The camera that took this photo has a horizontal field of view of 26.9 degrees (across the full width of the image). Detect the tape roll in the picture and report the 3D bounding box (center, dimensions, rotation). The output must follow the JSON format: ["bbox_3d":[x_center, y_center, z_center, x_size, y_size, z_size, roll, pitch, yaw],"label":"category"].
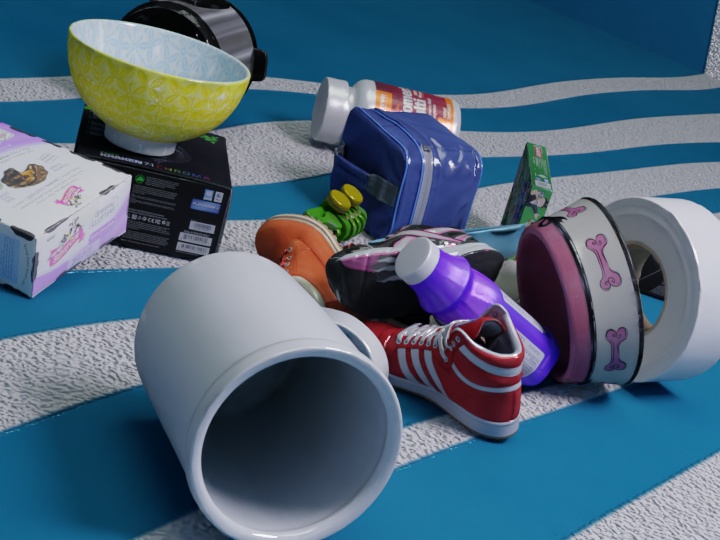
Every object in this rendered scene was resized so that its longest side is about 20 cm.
[{"bbox_3d":[0.317,0.021,1.641,0.070,0.204,0.202,-1,26,-36],"label":"tape roll"}]

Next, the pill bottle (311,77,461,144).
[{"bbox_3d":[0.036,-0.212,2.163,0.198,0.110,0.110,11,21,-15],"label":"pill bottle"}]

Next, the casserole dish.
[{"bbox_3d":[0.100,-0.026,1.734,0.199,0.039,0.121,-5,4,44],"label":"casserole dish"}]

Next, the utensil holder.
[{"bbox_3d":[-0.082,0.095,1.192,0.169,0.171,0.200,6,20,-26],"label":"utensil holder"}]

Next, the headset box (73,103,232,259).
[{"bbox_3d":[-0.238,-0.102,1.686,0.173,0.093,0.200,13,20,-12],"label":"headset box"}]

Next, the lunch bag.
[{"bbox_3d":[0.043,-0.125,1.902,0.131,0.137,0.200,4,23,-32],"label":"lunch bag"}]

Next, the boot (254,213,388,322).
[{"bbox_3d":[-0.067,0.001,1.588,0.107,0.076,0.200,-8,32,-40],"label":"boot"}]

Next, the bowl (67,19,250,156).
[{"bbox_3d":[-0.227,-0.188,1.624,0.198,0.108,0.200,15,20,-6],"label":"bowl"}]

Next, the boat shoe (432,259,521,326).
[{"bbox_3d":[0.127,0.038,1.652,0.074,0.060,0.200,48,29,8],"label":"boat shoe"}]

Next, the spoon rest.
[{"bbox_3d":[-0.061,0.056,1.460,0.199,0.061,0.099,24,21,17],"label":"spoon rest"}]

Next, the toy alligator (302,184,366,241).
[{"bbox_3d":[-0.034,-0.055,1.774,0.054,0.059,0.200,44,25,6],"label":"toy alligator"}]

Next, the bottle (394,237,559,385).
[{"bbox_3d":[0.115,0.040,1.509,0.200,0.066,0.083,39,-7,-33],"label":"bottle"}]

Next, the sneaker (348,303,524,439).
[{"bbox_3d":[0.075,0.069,1.443,0.199,0.113,0.071,27,39,29],"label":"sneaker"}]

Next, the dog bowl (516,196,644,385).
[{"bbox_3d":[0.224,0.028,1.578,0.073,0.202,0.200,-12,26,-10],"label":"dog bowl"}]

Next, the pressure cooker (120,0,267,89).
[{"bbox_3d":[-0.239,-0.294,2.079,0.176,0.178,0.200,53,24,0],"label":"pressure cooker"}]

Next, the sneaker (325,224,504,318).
[{"bbox_3d":[0.044,-0.007,1.551,0.199,0.081,0.086,-1,31,-35],"label":"sneaker"}]

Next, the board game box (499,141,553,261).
[{"bbox_3d":[0.203,-0.070,1.886,0.029,0.136,0.200,15,21,-1],"label":"board game box"}]

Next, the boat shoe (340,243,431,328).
[{"bbox_3d":[0.002,0.000,1.657,0.201,0.064,0.073,28,26,33],"label":"boat shoe"}]

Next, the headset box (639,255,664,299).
[{"bbox_3d":[0.440,-0.018,2.016,0.148,0.076,0.200,19,20,6],"label":"headset box"}]

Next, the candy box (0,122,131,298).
[{"bbox_3d":[-0.357,-0.070,1.504,0.199,0.072,0.168,23,32,17],"label":"candy box"}]
